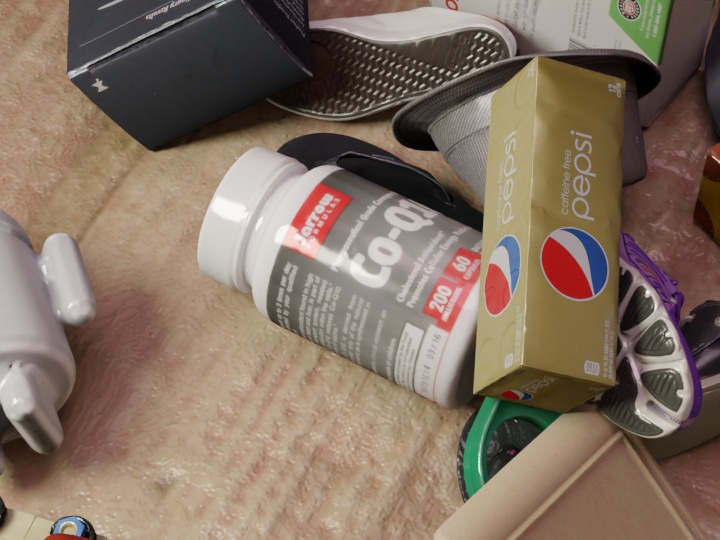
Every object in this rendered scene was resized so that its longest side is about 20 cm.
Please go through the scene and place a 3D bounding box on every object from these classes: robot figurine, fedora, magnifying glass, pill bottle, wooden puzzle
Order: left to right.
[{"bbox_3d":[-0.254,0.035,1.184,0.169,0.113,0.200,-22,57,-5],"label":"robot figurine"},{"bbox_3d":[0.000,0.000,1.207,0.199,0.114,0.114,25,58,17],"label":"pill bottle"},{"bbox_3d":[0.101,0.066,1.117,0.079,0.022,0.201,14,66,-30],"label":"magnifying glass"},{"bbox_3d":[0.124,-0.081,1.245,0.176,0.200,0.091,-22,79,32],"label":"fedora"},{"bbox_3d":[0.146,0.190,1.052,0.200,0.037,0.185,52,42,4],"label":"wooden puzzle"}]

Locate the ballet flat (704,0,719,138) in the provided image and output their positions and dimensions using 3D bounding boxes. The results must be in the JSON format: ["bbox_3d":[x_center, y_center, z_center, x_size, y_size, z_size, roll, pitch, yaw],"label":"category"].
[{"bbox_3d":[0.295,-0.177,1.358,0.073,0.073,0.201,8,54,6],"label":"ballet flat"}]

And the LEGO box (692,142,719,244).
[{"bbox_3d":[0.350,-0.028,1.249,0.149,0.077,0.200,-30,60,-19],"label":"LEGO box"}]

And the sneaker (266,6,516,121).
[{"bbox_3d":[0.018,-0.156,1.363,0.199,0.073,0.085,0,18,10],"label":"sneaker"}]

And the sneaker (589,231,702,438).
[{"bbox_3d":[0.175,0.026,1.141,0.083,0.081,0.200,15,32,-23],"label":"sneaker"}]

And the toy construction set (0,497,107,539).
[{"bbox_3d":[-0.212,0.200,1.086,0.199,0.092,0.131,22,57,2],"label":"toy construction set"}]

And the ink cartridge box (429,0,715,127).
[{"bbox_3d":[0.155,-0.219,1.345,0.200,0.146,0.084,32,59,21],"label":"ink cartridge box"}]

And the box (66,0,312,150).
[{"bbox_3d":[-0.125,-0.212,1.334,0.148,0.104,0.201,-21,52,23],"label":"box"}]

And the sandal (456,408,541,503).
[{"bbox_3d":[0.108,0.164,1.129,0.075,0.048,0.201,-9,56,-5],"label":"sandal"}]

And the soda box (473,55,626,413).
[{"bbox_3d":[0.114,-0.022,1.100,0.064,0.068,0.201,12,68,-19],"label":"soda box"}]

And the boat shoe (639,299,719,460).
[{"bbox_3d":[0.231,0.055,1.172,0.200,0.072,0.068,-36,54,7],"label":"boat shoe"}]

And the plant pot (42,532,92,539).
[{"bbox_3d":[-0.114,0.264,0.929,0.200,0.176,0.200,47,60,-14],"label":"plant pot"}]

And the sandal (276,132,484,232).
[{"bbox_3d":[0.028,-0.049,1.286,0.200,0.043,0.076,26,58,18],"label":"sandal"}]
